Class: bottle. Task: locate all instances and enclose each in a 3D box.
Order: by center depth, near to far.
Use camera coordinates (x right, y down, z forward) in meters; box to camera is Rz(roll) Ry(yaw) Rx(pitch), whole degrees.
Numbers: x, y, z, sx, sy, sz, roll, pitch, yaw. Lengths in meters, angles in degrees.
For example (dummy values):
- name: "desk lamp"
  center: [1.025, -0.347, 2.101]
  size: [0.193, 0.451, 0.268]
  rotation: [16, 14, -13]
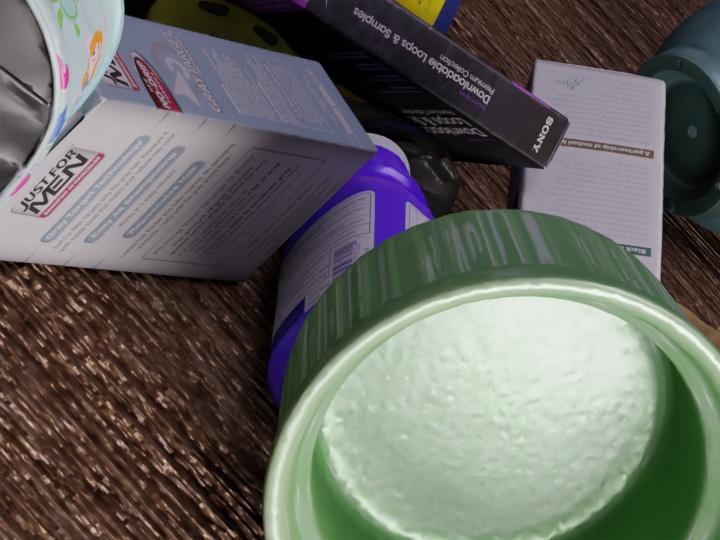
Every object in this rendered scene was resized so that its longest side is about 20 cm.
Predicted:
- name: "bottle"
  center: [0.000, 0.000, 1.064]
  size: [0.065, 0.084, 0.200]
  rotation: [39, 23, -19]

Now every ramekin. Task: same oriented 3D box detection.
- name: "ramekin"
  center: [0.058, 0.073, 0.912]
  size: [0.200, 0.200, 0.098]
  rotation: [38, 17, -19]

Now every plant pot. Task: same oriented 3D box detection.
- name: "plant pot"
  center: [0.274, -0.108, 1.602]
  size: [0.134, 0.201, 0.201]
  rotation: [-13, 58, -33]

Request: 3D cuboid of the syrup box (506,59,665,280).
- name: "syrup box"
  center: [0.120, -0.019, 1.215]
  size: [0.081, 0.079, 0.200]
  rotation: [9, 44, 2]

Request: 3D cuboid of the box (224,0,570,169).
- name: "box"
  center: [-0.002, -0.117, 1.191]
  size: [0.200, 0.036, 0.143]
  rotation: [30, -8, -26]

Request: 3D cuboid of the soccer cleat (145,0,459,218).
- name: "soccer cleat"
  center: [-0.037, -0.081, 1.185]
  size: [0.200, 0.065, 0.084]
  rotation: [31, -2, -23]

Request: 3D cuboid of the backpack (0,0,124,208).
- name: "backpack"
  center: [-0.188, -0.107, 0.800]
  size: [0.200, 0.177, 0.151]
  rotation: [47, 28, -10]

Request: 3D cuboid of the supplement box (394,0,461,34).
- name: "supplement box"
  center: [-0.025, -0.218, 1.145]
  size: [0.109, 0.109, 0.200]
  rotation: [20, -10, 40]

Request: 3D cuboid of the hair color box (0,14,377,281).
- name: "hair color box"
  center: [-0.092, -0.052, 0.969]
  size: [0.200, 0.099, 0.061]
  rotation: [5, 46, -57]

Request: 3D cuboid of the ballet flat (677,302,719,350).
- name: "ballet flat"
  center: [0.180, 0.056, 1.309]
  size: [0.200, 0.069, 0.063]
  rotation: [19, 50, -45]
